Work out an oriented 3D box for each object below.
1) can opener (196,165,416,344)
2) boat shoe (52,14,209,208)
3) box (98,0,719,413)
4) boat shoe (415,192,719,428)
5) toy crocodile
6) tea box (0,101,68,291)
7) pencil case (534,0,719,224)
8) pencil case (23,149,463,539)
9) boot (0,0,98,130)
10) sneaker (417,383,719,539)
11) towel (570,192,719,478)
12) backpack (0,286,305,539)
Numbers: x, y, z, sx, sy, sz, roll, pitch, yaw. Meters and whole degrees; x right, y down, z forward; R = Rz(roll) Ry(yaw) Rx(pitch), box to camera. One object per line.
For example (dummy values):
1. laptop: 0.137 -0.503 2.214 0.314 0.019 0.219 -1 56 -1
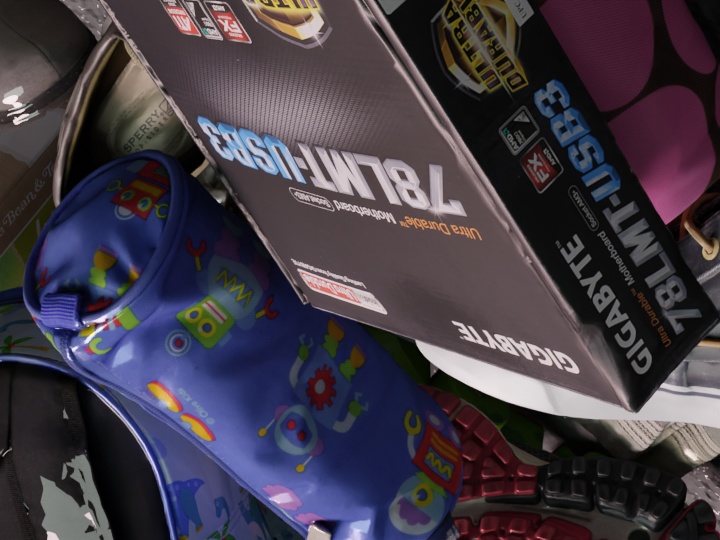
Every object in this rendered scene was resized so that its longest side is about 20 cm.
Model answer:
1. can opener: 0.000 0.000 0.826 0.199 0.054 0.067 22 158 23
2. boat shoe: -0.057 -0.085 0.747 0.073 0.065 0.200 32 131 -2
3. box: -0.006 -0.059 0.622 0.200 0.050 0.199 18 145 58
4. boat shoe: 0.116 0.002 0.697 0.199 0.071 0.092 10 118 16
5. toy crocodile: 0.071 0.093 0.968 0.199 0.062 0.068 36 120 -11
6. tea box: -0.222 -0.013 1.071 0.199 0.134 0.197 22 152 28
7. pencil case: 0.044 -0.095 0.645 0.093 0.091 0.201 9 141 46
8. pencil case: -0.041 0.043 0.779 0.078 0.087 0.200 -3 142 45
9. boot: -0.198 -0.144 0.855 0.199 0.070 0.132 30 157 41
10. sneaker: 0.061 0.112 0.900 0.199 0.081 0.075 20 162 16
11. towel: 0.086 0.007 0.815 0.199 0.035 0.193 36 152 0
12. backpack: -0.122 0.106 0.904 0.182 0.147 0.201 -5 113 26
